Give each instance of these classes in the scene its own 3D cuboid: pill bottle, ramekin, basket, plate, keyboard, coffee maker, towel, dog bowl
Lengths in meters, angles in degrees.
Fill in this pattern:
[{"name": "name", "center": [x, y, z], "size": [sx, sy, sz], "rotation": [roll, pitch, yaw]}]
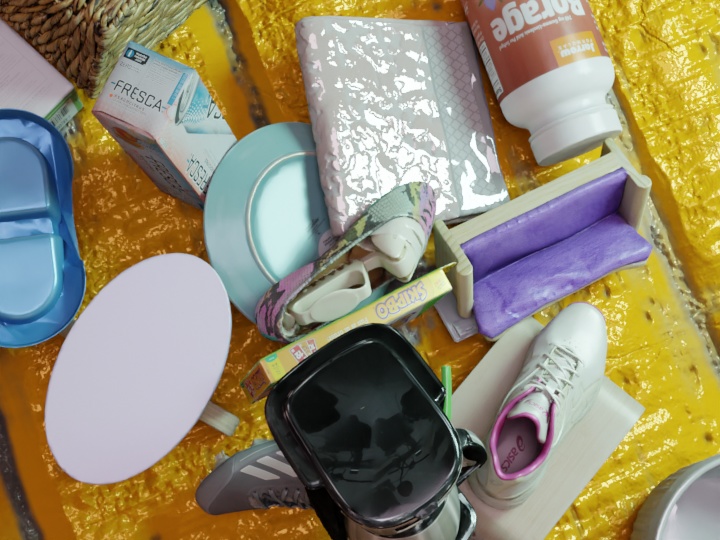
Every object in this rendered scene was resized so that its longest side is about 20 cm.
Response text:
[{"name": "pill bottle", "center": [0.171, -0.207, 1.017], "size": [0.111, 0.112, 0.202], "rotation": [-19, 83, -8]}, {"name": "ramekin", "center": [0.337, 0.263, 0.973], "size": [0.197, 0.105, 0.203], "rotation": [1, 81, -6]}, {"name": "basket", "center": [-0.218, -0.282, 0.950], "size": [0.149, 0.143, 0.200], "rotation": [42, 63, 0]}, {"name": "plate", "center": [-0.046, -0.038, 0.976], "size": [0.198, 0.025, 0.203], "rotation": [6, 78, -30]}, {"name": "keyboard", "center": [0.165, 0.004, 1.031], "size": [0.198, 0.011, 0.057], "rotation": [-24, 57, -9]}, {"name": "coffee maker", "center": [-0.005, 0.133, 0.815], "size": [0.191, 0.201, 0.135], "rotation": [27, 68, 20]}, {"name": "towel", "center": [0.041, -0.138, 1.006], "size": [0.189, 0.032, 0.203], "rotation": [-7, 82, -27]}, {"name": "dog bowl", "center": [-0.290, -0.032, 0.910], "size": [0.110, 0.050, 0.203], "rotation": [-8, 79, -11]}]

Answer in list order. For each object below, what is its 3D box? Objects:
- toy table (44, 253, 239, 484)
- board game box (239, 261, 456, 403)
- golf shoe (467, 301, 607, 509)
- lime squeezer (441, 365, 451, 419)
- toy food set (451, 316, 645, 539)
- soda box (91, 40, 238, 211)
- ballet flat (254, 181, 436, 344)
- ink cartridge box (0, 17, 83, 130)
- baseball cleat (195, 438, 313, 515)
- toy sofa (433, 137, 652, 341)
[{"name": "toy table", "center": [-0.184, 0.087, 0.936], "size": [0.184, 0.117, 0.200], "rotation": [42, 80, 1]}, {"name": "board game box", "center": [-0.006, 0.053, 0.935], "size": [0.199, 0.096, 0.030], "rotation": [-29, 83, -22]}, {"name": "golf shoe", "center": [0.162, 0.111, 0.933], "size": [0.075, 0.092, 0.201], "rotation": [27, 75, 11]}, {"name": "lime squeezer", "center": [0.051, 0.187, 0.957], "size": [0.038, 0.071, 0.201], "rotation": [23, 100, -44]}, {"name": "toy food set", "center": [0.147, 0.155, 0.998], "size": [0.143, 0.060, 0.200], "rotation": [39, 78, 12]}, {"name": "soda box", "center": [-0.157, -0.114, 0.924], "size": [0.063, 0.200, 0.069], "rotation": [24, 80, 11]}, {"name": "ballet flat", "center": [0.000, 0.000, 0.925], "size": [0.199, 0.071, 0.070], "rotation": [-37, 120, -12]}, {"name": "ink cartridge box", "center": [-0.362, -0.189, 0.985], "size": [0.200, 0.059, 0.104], "rotation": [43, 79, 1]}, {"name": "baseball cleat", "center": [-0.047, 0.185, 0.936], "size": [0.198, 0.070, 0.107], "rotation": [-26, 56, 5]}, {"name": "toy sofa", "center": [0.171, -0.028, 0.993], "size": [0.198, 0.083, 0.098], "rotation": [-25, 60, -9]}]
